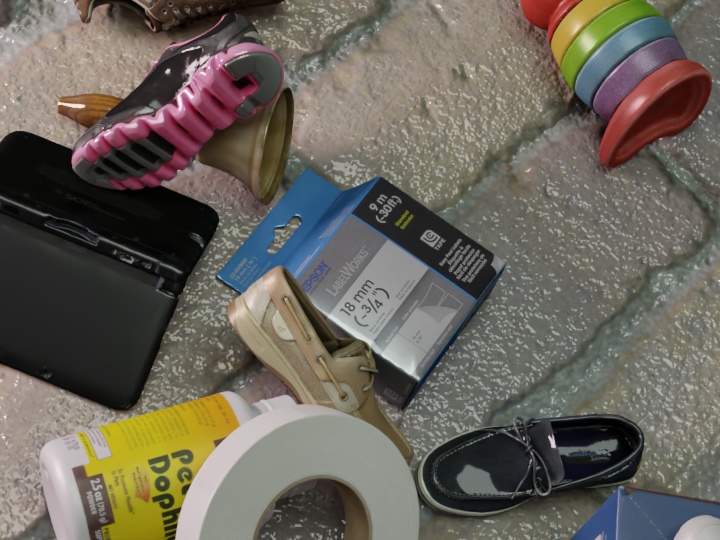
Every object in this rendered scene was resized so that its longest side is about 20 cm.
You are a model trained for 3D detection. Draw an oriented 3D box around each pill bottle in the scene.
[{"bbox_3d":[-0.139,0.160,1.326,0.199,0.109,0.110,-15,67,-18],"label":"pill bottle"}]

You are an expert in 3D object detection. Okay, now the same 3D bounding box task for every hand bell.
[{"bbox_3d":[-0.167,-0.127,1.494,0.199,0.104,0.104,12,61,10],"label":"hand bell"}]

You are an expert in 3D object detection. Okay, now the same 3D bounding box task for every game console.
[{"bbox_3d":[-0.243,-0.005,1.441,0.199,0.117,0.176,22,31,0],"label":"game console"}]

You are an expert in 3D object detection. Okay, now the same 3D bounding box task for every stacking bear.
[{"bbox_3d":[0.222,-0.216,1.592,0.121,0.114,0.200,-28,67,-22],"label":"stacking bear"}]

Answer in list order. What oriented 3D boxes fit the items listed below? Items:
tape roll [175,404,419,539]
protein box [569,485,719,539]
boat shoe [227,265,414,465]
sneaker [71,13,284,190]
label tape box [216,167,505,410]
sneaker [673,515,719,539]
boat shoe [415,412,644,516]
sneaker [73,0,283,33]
[{"bbox_3d":[-0.046,0.202,1.296,0.202,0.037,0.204,-7,102,-33],"label":"tape roll"},{"bbox_3d":[0.220,0.294,1.276,0.134,0.200,0.199,10,62,-6],"label":"protein box"},{"bbox_3d":[-0.019,0.084,1.377,0.064,0.071,0.200,-40,102,13],"label":"boat shoe"},{"bbox_3d":[-0.157,-0.144,1.432,0.200,0.079,0.096,-30,49,11],"label":"sneaker"},{"bbox_3d":[0.000,0.000,1.460,0.200,0.063,0.144,35,62,7],"label":"label tape box"},{"bbox_3d":[0.272,0.252,1.149,0.076,0.081,0.201,-14,66,-16],"label":"sneaker"},{"bbox_3d":[0.143,0.154,1.412,0.199,0.062,0.075,-6,67,-12],"label":"boat shoe"},{"bbox_3d":[-0.162,-0.249,1.564,0.199,0.070,0.076,6,81,-4],"label":"sneaker"}]
